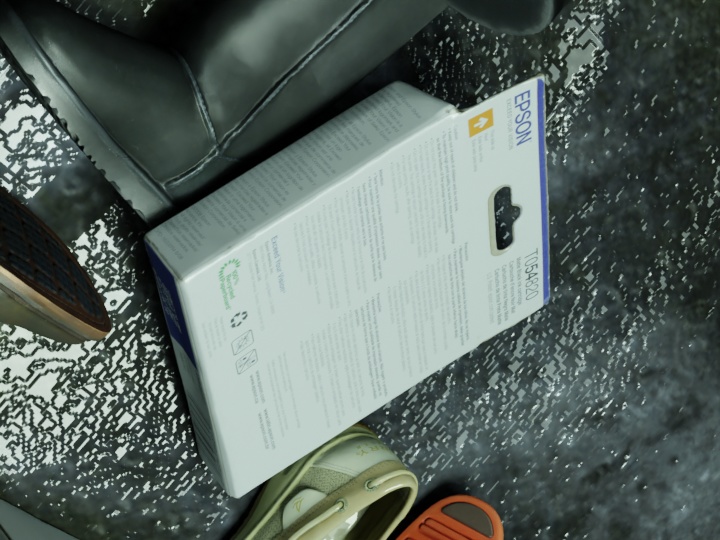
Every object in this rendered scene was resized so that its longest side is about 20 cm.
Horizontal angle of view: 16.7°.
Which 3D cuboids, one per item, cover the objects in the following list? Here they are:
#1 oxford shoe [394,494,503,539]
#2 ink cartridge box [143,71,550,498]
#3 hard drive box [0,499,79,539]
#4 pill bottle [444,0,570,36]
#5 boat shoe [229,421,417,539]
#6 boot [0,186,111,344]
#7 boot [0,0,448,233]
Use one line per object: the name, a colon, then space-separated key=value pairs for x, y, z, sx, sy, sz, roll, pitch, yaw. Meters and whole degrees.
oxford shoe: x=0.029 y=0.214 z=1.363 sx=0.200 sy=0.071 sz=0.073 roll=-64 pitch=159 yaw=10
ink cartridge box: x=0.000 y=0.000 z=1.183 sx=0.200 sy=0.041 sz=0.200 roll=-30 pitch=148 yaw=-16
hard drive box: x=-0.185 y=0.228 z=1.204 sx=0.200 sy=0.077 sz=0.156 roll=-51 pitch=132 yaw=2
pill bottle: x=0.105 y=-0.203 z=1.088 sx=0.200 sy=0.112 sz=0.112 roll=-51 pitch=135 yaw=-21
boat shoe: x=-0.042 y=0.174 z=1.278 sx=0.073 sy=0.063 sz=0.201 roll=31 pitch=97 yaw=-42
boot: x=-0.204 y=0.001 z=1.075 sx=0.097 sy=0.075 sz=0.200 roll=-40 pitch=134 yaw=16
boot: x=-0.053 y=-0.124 z=1.090 sx=0.200 sy=0.066 sz=0.165 roll=-41 pitch=140 yaw=-3
